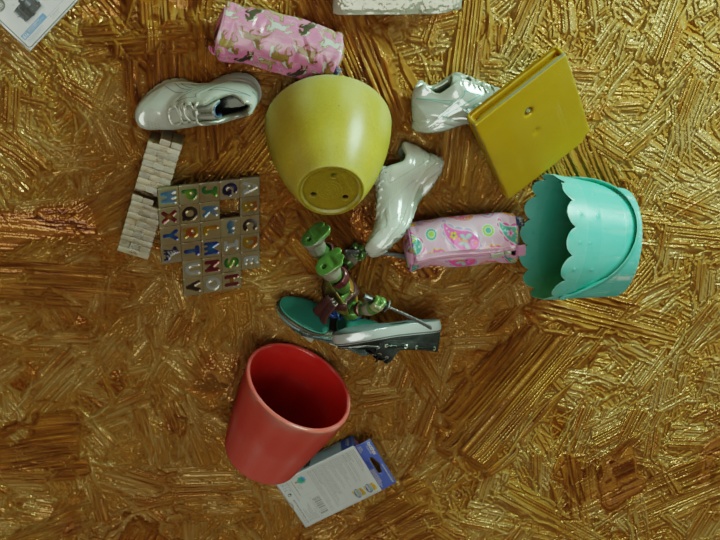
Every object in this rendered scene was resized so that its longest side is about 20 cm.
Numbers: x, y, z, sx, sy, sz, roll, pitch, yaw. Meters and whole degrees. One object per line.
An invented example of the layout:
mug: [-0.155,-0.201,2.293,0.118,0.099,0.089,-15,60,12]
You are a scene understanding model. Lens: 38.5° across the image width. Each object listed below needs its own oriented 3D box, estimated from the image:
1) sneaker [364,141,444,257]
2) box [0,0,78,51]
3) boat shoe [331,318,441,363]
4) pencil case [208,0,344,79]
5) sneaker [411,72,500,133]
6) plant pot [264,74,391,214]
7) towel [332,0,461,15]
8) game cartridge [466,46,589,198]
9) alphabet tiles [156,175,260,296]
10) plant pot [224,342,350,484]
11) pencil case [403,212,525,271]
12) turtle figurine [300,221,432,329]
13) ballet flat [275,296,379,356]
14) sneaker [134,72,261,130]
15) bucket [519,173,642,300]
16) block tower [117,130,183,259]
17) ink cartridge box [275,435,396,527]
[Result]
sneaker: [0.048,-0.116,1.645,0.099,0.078,0.201,32,75,-4]
box: [-0.506,-0.428,1.465,0.116,0.060,0.200,-39,113,12]
boat shoe: [0.046,0.123,1.726,0.198,0.070,0.067,-6,95,-28]
pencil case: [-0.123,-0.336,1.537,0.197,0.088,0.083,14,151,-12]
sneaker: [0.174,-0.267,1.606,0.197,0.071,0.081,-8,113,-1]
plant pot: [-0.047,-0.171,1.552,0.197,0.143,0.201,-2,138,-2]
towel: [0.056,-0.448,1.528,0.197,0.035,0.134,-1,114,-4]
game cartridge: [0.265,-0.225,1.600,0.176,0.033,0.200,-37,143,-1]
alphabet tiles: [-0.243,-0.052,1.669,0.165,0.008,0.202,-9,122,-20]
plant pot: [-0.137,0.256,1.767,0.198,0.201,0.178,20,123,-15]
pencil case: [0.169,-0.047,1.699,0.197,0.088,0.089,-4,116,-5]
turtle figurine: [0.000,0.000,1.660,0.197,0.146,0.194,-6,148,24]
ballet flat: [-0.058,0.103,1.764,0.198,0.074,0.075,19,113,-10]
sneaker: [-0.249,-0.252,1.561,0.197,0.087,0.075,-13,118,2]
bucket: [0.354,-0.051,1.660,0.133,0.208,0.210,3,115,-13]
block tower: [-0.333,-0.123,1.632,0.053,0.058,0.202,17,111,-13]
ink cartridge box: [-0.046,0.386,1.911,0.198,0.042,0.120,-26,115,10]
